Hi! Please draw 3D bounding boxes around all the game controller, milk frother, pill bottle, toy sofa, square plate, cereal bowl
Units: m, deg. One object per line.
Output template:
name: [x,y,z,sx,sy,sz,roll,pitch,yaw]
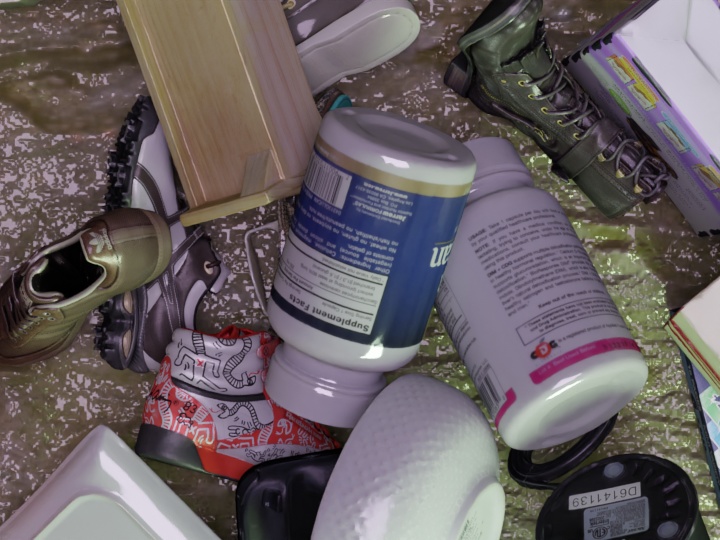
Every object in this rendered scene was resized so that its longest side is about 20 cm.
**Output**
game controller: [-0.034,0.208,1.700,0.104,0.042,0.201,-14,130,-16]
milk frother: [0.193,0.202,1.714,0.179,0.201,0.189,-1,135,29]
pill bottle: [0.109,0.014,1.672,0.113,0.113,0.201,-27,67,0]
toy sofa: [-0.099,-0.140,1.648,0.082,0.097,0.201,-14,100,34]
pill bottle: [0.000,0.000,1.626,0.110,0.111,0.201,17,108,-2]
square plate: [-0.175,0.238,1.706,0.198,0.028,0.200,45,119,-3]
cereal bowl: [0.043,0.177,1.635,0.083,0.200,0.201,19,93,22]

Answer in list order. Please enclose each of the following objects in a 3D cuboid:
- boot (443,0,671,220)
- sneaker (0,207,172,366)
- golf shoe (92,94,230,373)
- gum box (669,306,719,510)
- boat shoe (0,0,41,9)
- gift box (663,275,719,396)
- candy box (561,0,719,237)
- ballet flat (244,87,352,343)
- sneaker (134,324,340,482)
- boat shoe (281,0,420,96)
boot: [0.148,-0.116,1.664,0.174,0.200,0.069,41,78,4]
sneaker: [-0.219,0.009,1.669,0.200,0.075,0.071,-34,71,37]
golf shoe: [-0.139,-0.026,1.719,0.094,0.078,0.202,3,103,-11]
gum box: [0.344,0.086,1.747,0.199,0.045,0.171,-15,93,-1]
boat shoe: [-0.205,-0.225,1.706,0.198,0.071,0.063,-6,91,3]
gift box: [0.318,0.065,1.640,0.200,0.185,0.187,-41,83,4]
candy box: [0.232,-0.110,1.654,0.071,0.200,0.168,-40,94,-5]
ballet flat: [-0.049,-0.032,1.726,0.075,0.068,0.202,4,95,24]
sneaker: [-0.057,0.103,1.707,0.200,0.067,0.109,17,84,-25]
boat shoe: [-0.055,-0.159,1.715,0.201,0.072,0.061,-24,57,12]
